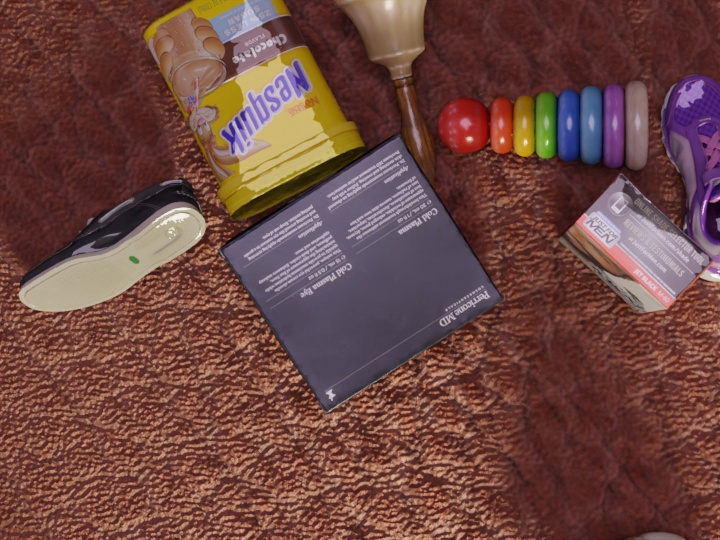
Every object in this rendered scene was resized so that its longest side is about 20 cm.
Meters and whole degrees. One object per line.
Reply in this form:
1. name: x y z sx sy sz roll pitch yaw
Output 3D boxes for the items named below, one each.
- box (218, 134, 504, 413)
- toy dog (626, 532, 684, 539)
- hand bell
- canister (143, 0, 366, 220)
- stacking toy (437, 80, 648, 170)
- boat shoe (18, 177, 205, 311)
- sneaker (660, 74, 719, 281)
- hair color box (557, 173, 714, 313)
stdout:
1. box: 0.000 0.000 1.387 0.200 0.104 0.182 -32 95 2
2. toy dog: 0.268 0.361 1.356 0.194 0.140 0.200 -32 82 -36
3. hand bell: 0.043 -0.176 1.432 0.104 0.104 0.200 -12 99 2
4. canister: -0.105 -0.171 1.427 0.148 0.087 0.200 -28 84 0
5. stacking toy: 0.174 -0.137 1.418 0.200 0.085 0.085 -1 86 8
6. boat shoe: -0.245 -0.023 1.443 0.200 0.072 0.068 -29 49 7
7. sneaker: 0.338 -0.092 1.398 0.080 0.088 0.200 -9 85 4
8. hair color box: 0.245 -0.020 1.341 0.111 0.200 0.064 44 89 5
